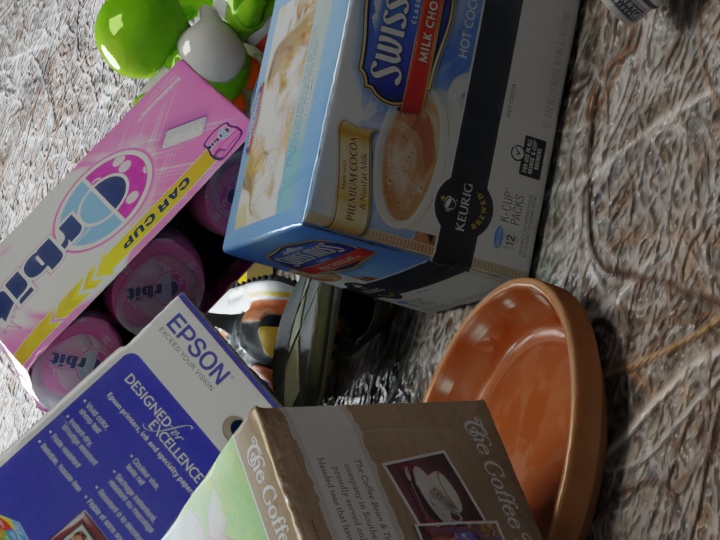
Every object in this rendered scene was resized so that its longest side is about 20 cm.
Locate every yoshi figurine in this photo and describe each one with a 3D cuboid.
[{"bbox_3d":[-0.093,-0.180,1.887,0.112,0.113,0.200,31,71,33],"label":"yoshi figurine"}]

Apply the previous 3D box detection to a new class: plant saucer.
[{"bbox_3d":[0.070,0.104,1.444,0.200,0.032,0.201,-165,90,-69],"label":"plant saucer"}]

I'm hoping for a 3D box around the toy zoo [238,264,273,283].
[{"bbox_3d":[-0.098,0.022,1.972,0.131,0.020,0.200,-95,28,-45],"label":"toy zoo"}]

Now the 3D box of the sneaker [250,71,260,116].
[{"bbox_3d":[-0.017,-0.136,1.770,0.082,0.070,0.200,-55,20,42],"label":"sneaker"}]

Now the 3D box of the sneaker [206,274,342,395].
[{"bbox_3d":[-0.073,0.062,1.801,0.200,0.070,0.090,-22,51,63],"label":"sneaker"}]

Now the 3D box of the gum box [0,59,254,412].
[{"bbox_3d":[-0.130,-0.012,1.679,0.200,0.066,0.113,-46,36,-2],"label":"gum box"}]

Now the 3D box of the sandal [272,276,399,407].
[{"bbox_3d":[0.001,-0.001,1.685,0.080,0.057,0.201,-53,14,57],"label":"sandal"}]

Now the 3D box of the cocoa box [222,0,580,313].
[{"bbox_3d":[0.023,-0.094,1.569,0.133,0.131,0.201,164,119,-67],"label":"cocoa box"}]

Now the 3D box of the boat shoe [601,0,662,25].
[{"bbox_3d":[0.135,-0.203,1.465,0.070,0.071,0.200,-34,32,20],"label":"boat shoe"}]

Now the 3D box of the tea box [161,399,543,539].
[{"bbox_3d":[-0.003,0.194,1.348,0.197,0.133,0.200,-55,46,41],"label":"tea box"}]

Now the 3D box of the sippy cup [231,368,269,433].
[{"bbox_3d":[-0.106,0.119,1.711,0.140,0.177,0.131,-48,-33,-67],"label":"sippy cup"}]

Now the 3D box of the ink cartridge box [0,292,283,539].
[{"bbox_3d":[-0.104,0.151,1.603,0.200,0.198,0.047,-41,-10,1],"label":"ink cartridge box"}]

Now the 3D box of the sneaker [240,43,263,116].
[{"bbox_3d":[-0.072,-0.101,1.941,0.081,0.075,0.200,-16,32,18],"label":"sneaker"}]
